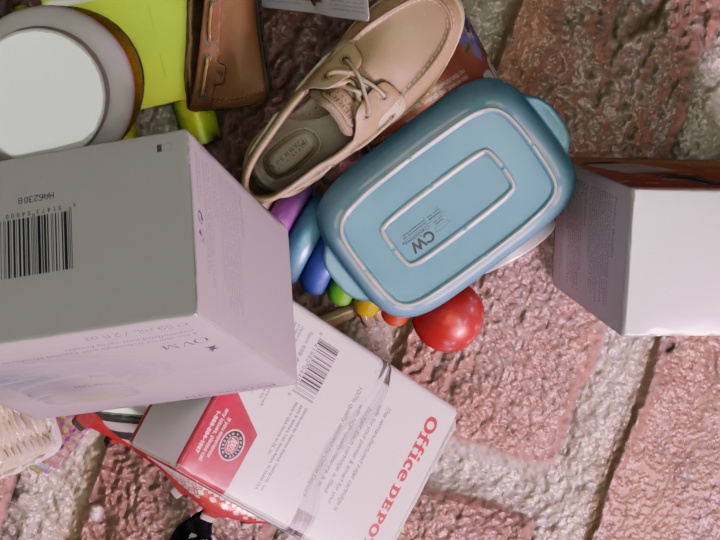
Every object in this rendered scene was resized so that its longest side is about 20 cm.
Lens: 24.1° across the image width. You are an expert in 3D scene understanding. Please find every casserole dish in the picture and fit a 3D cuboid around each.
[{"bbox_3d":[0.061,-0.047,1.190,0.200,0.039,0.121,-37,100,9],"label":"casserole dish"}]

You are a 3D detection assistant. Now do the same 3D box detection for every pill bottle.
[{"bbox_3d":[0.063,-0.101,1.254,0.112,0.112,0.200,-30,102,-2],"label":"pill bottle"},{"bbox_3d":[-0.205,-0.121,1.128,0.113,0.200,0.113,-1,99,-4],"label":"pill bottle"}]

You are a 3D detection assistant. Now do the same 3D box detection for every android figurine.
[{"bbox_3d":[-0.169,-0.182,1.247,0.182,0.041,0.200,-12,103,-5],"label":"android figurine"}]

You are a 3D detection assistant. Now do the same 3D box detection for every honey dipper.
[{"bbox_3d":[-0.051,0.053,1.306,0.200,0.038,0.038,-26,102,0],"label":"honey dipper"}]

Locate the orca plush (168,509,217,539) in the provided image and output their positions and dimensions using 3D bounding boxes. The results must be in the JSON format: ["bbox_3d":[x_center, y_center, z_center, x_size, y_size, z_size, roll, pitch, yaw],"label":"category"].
[{"bbox_3d":[-0.061,0.265,1.321,0.105,0.071,0.200,-38,102,0],"label":"orca plush"}]

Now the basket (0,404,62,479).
[{"bbox_3d":[-0.346,0.084,1.188,0.200,0.161,0.198,-24,91,0],"label":"basket"}]

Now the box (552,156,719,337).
[{"bbox_3d":[0.240,-0.022,1.246,0.152,0.200,0.106,1,100,-8],"label":"box"}]

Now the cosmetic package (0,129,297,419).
[{"bbox_3d":[-0.166,0.012,1.093,0.199,0.200,0.123,-9,74,14],"label":"cosmetic package"}]

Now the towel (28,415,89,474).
[{"bbox_3d":[-0.238,0.043,1.286,0.144,0.023,0.200,37,93,-11],"label":"towel"}]

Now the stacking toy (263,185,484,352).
[{"bbox_3d":[0.000,0.000,1.259,0.200,0.085,0.085,29,95,1],"label":"stacking toy"}]

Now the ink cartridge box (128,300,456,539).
[{"bbox_3d":[-0.045,0.116,1.246,0.200,0.084,0.144,35,78,-32],"label":"ink cartridge box"}]

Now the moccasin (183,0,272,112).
[{"bbox_3d":[-0.113,-0.213,1.195,0.078,0.074,0.202,-10,112,-14],"label":"moccasin"}]

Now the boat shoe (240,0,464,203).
[{"bbox_3d":[-0.005,-0.118,1.164,0.071,0.065,0.200,42,108,-5],"label":"boat shoe"}]

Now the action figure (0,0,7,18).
[{"bbox_3d":[-0.317,-0.181,1.198,0.193,0.200,0.105,-44,143,19],"label":"action figure"}]

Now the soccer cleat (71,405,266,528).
[{"bbox_3d":[-0.125,0.124,1.279,0.200,0.069,0.085,36,112,-18],"label":"soccer cleat"}]

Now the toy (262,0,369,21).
[{"bbox_3d":[-0.029,-0.279,1.160,0.047,0.115,0.200,-24,118,-37],"label":"toy"}]
